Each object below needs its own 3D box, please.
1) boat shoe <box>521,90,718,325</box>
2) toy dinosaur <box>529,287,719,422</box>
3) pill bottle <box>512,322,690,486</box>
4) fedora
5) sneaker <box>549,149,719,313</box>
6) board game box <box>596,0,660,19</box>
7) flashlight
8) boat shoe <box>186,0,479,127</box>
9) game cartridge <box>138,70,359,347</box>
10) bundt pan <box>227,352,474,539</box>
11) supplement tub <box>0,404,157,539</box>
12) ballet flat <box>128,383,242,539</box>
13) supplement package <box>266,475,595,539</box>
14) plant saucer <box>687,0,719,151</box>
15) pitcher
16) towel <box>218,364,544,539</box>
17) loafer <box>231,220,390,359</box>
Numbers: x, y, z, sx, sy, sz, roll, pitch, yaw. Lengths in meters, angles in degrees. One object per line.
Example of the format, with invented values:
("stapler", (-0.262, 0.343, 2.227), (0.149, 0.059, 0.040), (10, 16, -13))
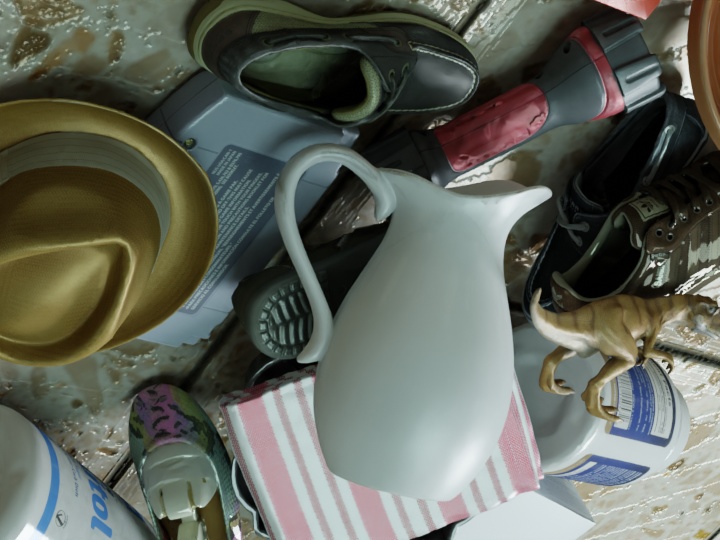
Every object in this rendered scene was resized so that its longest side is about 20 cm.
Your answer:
("boat shoe", (0.168, -0.041, 1.288), (0.068, 0.072, 0.200), (16, 122, -43))
("toy dinosaur", (0.150, 0.040, 1.190), (0.199, 0.060, 0.107), (-2, 122, -40))
("pill bottle", (0.177, 0.107, 1.413), (0.111, 0.111, 0.200), (-42, 151, 18))
("fedora", (-0.180, -0.005, 1.086), (0.200, 0.082, 0.201), (-3, 127, -4))
("sneaker", (0.212, -0.029, 1.230), (0.200, 0.070, 0.076), (-45, 138, 4))
("board game box", (0.138, -0.240, 1.076), (0.199, 0.040, 0.153), (12, 127, -38))
("flashlight", (0.095, -0.099, 1.188), (0.199, 0.068, 0.068), (-26, 122, 0))
("boat shoe", (-0.008, -0.116, 1.110), (0.200, 0.066, 0.072), (7, 129, -35))
("game cartridge", (-0.106, -0.037, 1.169), (0.133, 0.042, 0.200), (19, 123, -37))
("bundt pan", (-0.001, 0.111, 1.312), (0.201, 0.076, 0.203), (-4, 106, -12))
("supplement tub", (-0.228, 0.189, 1.271), (0.132, 0.132, 0.200), (-31, 142, 6))
("ballet flat", (-0.118, 0.180, 1.290), (0.069, 0.071, 0.201), (-11, 102, 9))
("supplement package", (0.052, 0.196, 1.453), (0.200, 0.111, 0.156), (-40, 139, 17))
("plant saucer", (0.294, -0.148, 1.199), (0.200, 0.032, 0.201), (-4, 99, -26))
("pitcher", (0.017, 0.030, 1.134), (0.171, 0.121, 0.201), (12, 92, -11))
("towel", (0.017, 0.117, 1.266), (0.199, 0.030, 0.147), (-20, 109, -4))
("loafer", (0.000, 0.000, 1.217), (0.199, 0.070, 0.076), (-14, 113, -32))
